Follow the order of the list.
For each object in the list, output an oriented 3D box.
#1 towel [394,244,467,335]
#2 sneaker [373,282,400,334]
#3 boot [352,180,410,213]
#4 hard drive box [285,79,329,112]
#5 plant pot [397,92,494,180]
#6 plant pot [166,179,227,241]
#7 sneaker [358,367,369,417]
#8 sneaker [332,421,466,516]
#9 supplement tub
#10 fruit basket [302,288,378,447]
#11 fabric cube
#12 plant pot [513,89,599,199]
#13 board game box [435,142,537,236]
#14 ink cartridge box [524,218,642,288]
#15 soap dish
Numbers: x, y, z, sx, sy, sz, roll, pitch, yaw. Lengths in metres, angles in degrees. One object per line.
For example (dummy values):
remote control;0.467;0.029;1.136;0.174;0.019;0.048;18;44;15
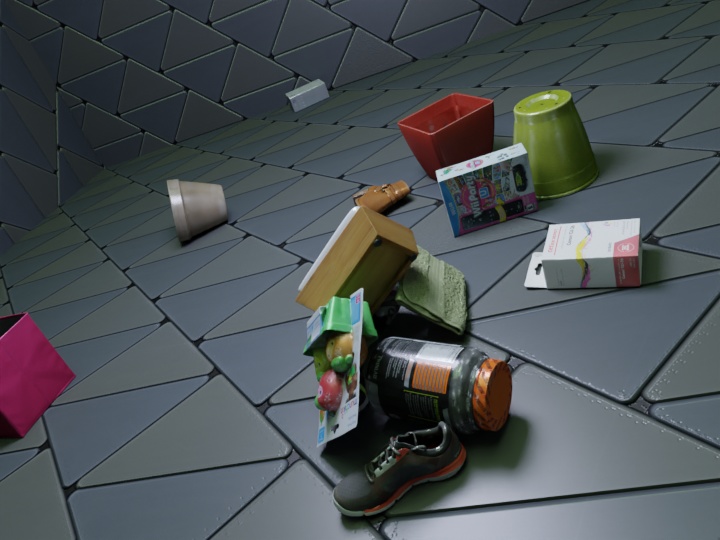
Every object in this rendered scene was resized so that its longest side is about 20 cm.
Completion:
towel;0.136;0.030;1.050;0.037;0.147;0.201;-57;9;31
sneaker;0.002;0.082;1.109;0.199;0.077;0.142;-16;42;56
boot;0.062;-0.185;1.502;0.152;0.075;0.201;-18;32;1
hard drive box;-0.273;-0.898;2.879;0.197;0.078;0.156;-25;30;-3
plant pot;0.246;-0.347;1.526;0.197;0.178;0.200;-28;31;-11
plant pot;-0.537;-0.212;1.867;0.170;0.204;0.200;-13;26;-16
sneaker;-0.033;0.172;0.976;0.070;0.084;0.201;-20;30;5
sneaker;0.045;0.262;0.777;0.197;0.083;0.077;-25;29;-4
supplement tub;0.115;0.170;0.836;0.197;0.124;0.123;3;38;37
fruit basket;-0.040;0.150;0.855;0.185;0.092;0.203;132;150;-58
fabric cube;-0.838;0.247;1.297;0.193;0.202;0.201;-9;32;21
plant pot;0.436;-0.301;1.302;0.197;0.195;0.202;-17;30;10
board game box;0.283;-0.178;1.259;0.196;0.149;0.065;-17;32;11
ink cartridge box;0.398;-0.029;1.017;0.197;0.068;0.117;-3;35;31
soap dish;0.000;0.000;0.976;0.201;0.156;0.081;-54;52;14
